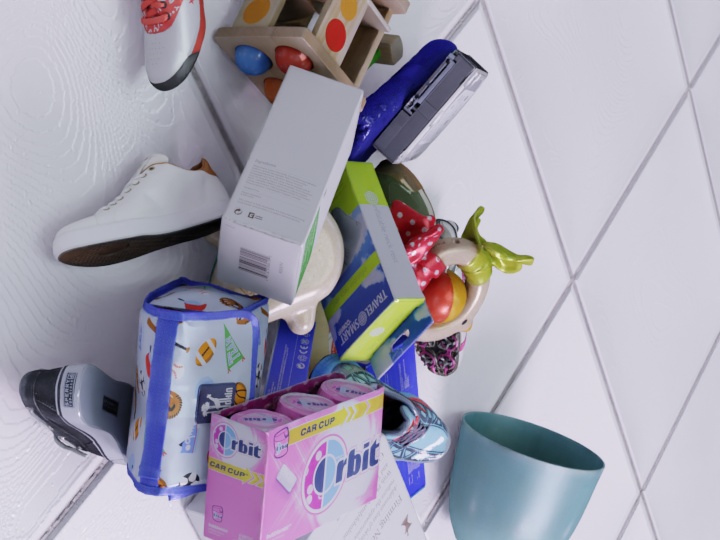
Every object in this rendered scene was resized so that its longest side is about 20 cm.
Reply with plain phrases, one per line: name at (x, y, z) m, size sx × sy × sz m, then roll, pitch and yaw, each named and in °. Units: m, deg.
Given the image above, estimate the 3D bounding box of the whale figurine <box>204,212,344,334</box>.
whale figurine at (-0.111, 0.006, 1.354) m, size 0.159 × 0.104 × 0.200 m, roll 45°, pitch 80°, yaw -17°

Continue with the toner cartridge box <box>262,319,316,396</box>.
toner cartridge box at (-0.083, 0.147, 1.347) m, size 0.201 × 0.043 × 0.096 m, roll -82°, pitch -176°, yaw -53°

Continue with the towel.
towel at (0.018, -0.178, 1.468) m, size 0.049 × 0.148 × 0.200 m, roll 42°, pitch 48°, yaw 3°

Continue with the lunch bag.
lunch bag at (-0.153, 0.105, 1.200) m, size 0.200 × 0.122 × 0.172 m, roll -29°, pitch 126°, yaw -81°

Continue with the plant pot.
plant pot at (0.207, 0.301, 1.745) m, size 0.200 × 0.199 × 0.163 m, roll 6°, pitch 104°, yaw -53°

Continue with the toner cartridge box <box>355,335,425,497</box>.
toner cartridge box at (0.027, 0.183, 1.538) m, size 0.095 × 0.043 × 0.202 m, roll -27°, pitch 120°, yaw -45°

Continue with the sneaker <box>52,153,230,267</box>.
sneaker at (-0.214, -0.060, 1.232) m, size 0.199 × 0.073 × 0.085 m, roll -18°, pitch 80°, yaw -44°

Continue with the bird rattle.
bird rattle at (0.094, 0.010, 1.469) m, size 0.199 × 0.112 × 0.165 m, roll -10°, pitch 124°, yaw -41°

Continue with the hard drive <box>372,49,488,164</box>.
hard drive at (0.085, -0.186, 1.491) m, size 0.140 × 0.038 × 0.200 m, roll -49°, pitch 176°, yaw 11°

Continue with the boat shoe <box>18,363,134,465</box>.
boat shoe at (-0.254, 0.133, 1.192) m, size 0.199 × 0.067 × 0.075 m, roll 59°, pitch 34°, yaw -72°

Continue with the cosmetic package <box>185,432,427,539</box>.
cosmetic package at (-0.050, 0.285, 1.410) m, size 0.168 × 0.165 × 0.201 m, roll -51°, pitch 134°, yaw -35°

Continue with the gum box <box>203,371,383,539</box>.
gum box at (-0.053, 0.171, 1.194) m, size 0.199 × 0.066 × 0.115 m, roll -13°, pitch 111°, yaw -56°

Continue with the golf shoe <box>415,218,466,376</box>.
golf shoe at (0.111, 0.034, 1.661) m, size 0.092 × 0.072 × 0.202 m, roll -25°, pitch 115°, yaw -50°

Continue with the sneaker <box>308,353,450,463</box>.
sneaker at (0.031, 0.169, 1.425) m, size 0.199 × 0.095 × 0.080 m, roll 32°, pitch 90°, yaw -33°

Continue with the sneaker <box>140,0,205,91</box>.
sneaker at (-0.191, -0.278, 1.210) m, size 0.108 × 0.067 × 0.204 m, roll 27°, pitch 71°, yaw -51°

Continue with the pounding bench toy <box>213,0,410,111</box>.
pounding bench toy at (-0.034, -0.234, 1.377) m, size 0.200 × 0.123 × 0.157 m, roll 45°, pitch 61°, yaw -47°

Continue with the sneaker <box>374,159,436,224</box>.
sneaker at (0.046, -0.022, 1.516) m, size 0.090 × 0.066 × 0.202 m, roll -55°, pitch 139°, yaw -39°

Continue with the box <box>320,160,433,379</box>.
box at (0.000, 0.000, 1.387) m, size 0.047 × 0.122 × 0.202 m, roll 2°, pitch 55°, yaw -35°

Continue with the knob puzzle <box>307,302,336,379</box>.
knob puzzle at (-0.029, 0.063, 1.513) m, size 0.219 × 0.030 × 0.222 m, roll -14°, pitch 108°, yaw -52°

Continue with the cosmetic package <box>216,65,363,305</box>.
cosmetic package at (-0.068, -0.084, 1.259) m, size 0.108 × 0.084 × 0.201 m, roll 104°, pitch 6°, yaw -57°
